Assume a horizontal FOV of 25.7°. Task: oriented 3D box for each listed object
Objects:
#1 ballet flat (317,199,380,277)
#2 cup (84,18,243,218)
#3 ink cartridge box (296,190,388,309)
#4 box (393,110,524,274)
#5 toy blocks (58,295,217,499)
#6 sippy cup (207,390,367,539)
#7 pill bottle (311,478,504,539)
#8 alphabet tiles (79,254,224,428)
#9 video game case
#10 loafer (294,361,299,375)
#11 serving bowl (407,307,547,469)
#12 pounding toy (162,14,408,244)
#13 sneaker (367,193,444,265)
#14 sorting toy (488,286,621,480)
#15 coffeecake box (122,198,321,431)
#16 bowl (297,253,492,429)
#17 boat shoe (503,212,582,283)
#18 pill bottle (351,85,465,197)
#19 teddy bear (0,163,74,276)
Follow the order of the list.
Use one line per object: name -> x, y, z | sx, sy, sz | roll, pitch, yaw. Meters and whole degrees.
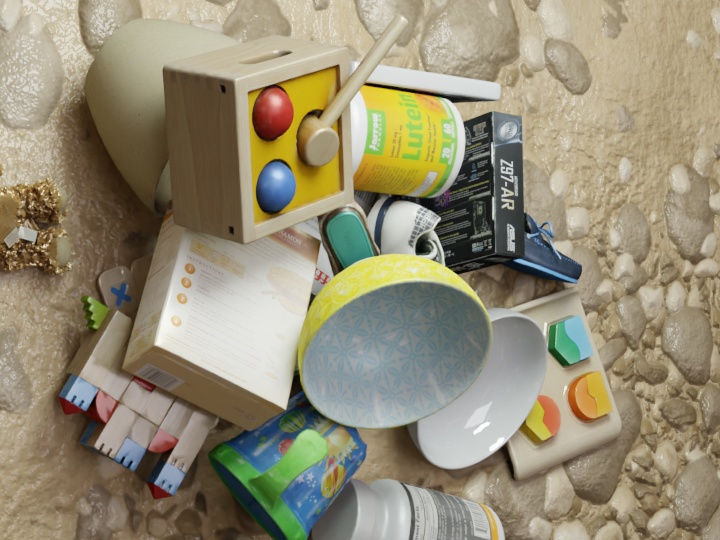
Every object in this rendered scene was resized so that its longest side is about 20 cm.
ballet flat -> 0.000, 0.000, 1.652 | 0.067, 0.067, 0.202 | -19, 124, -7
cup -> -0.200, -0.178, 1.631 | 0.143, 0.201, 0.200 | 39, 59, 10
ink cartridge box -> -0.060, -0.072, 1.750 | 0.146, 0.086, 0.202 | 34, 67, -24
box -> 0.108, -0.079, 1.795 | 0.043, 0.199, 0.162 | 6, 77, -32
toy blocks -> -0.227, 0.137, 1.591 | 0.199, 0.100, 0.138 | 36, 75, -23
sippy cup -> -0.067, 0.197, 1.629 | 0.130, 0.177, 0.140 | -42, 122, -14
pill bottle -> 0.053, 0.296, 1.743 | 0.198, 0.116, 0.118 | 18, 72, -29
alphabet tiles -> -0.199, 0.079, 1.674 | 0.199, 0.015, 0.198 | -23, 95, -34
video game case -> 0.027, -0.209, 1.775 | 0.198, 0.181, 0.024 | 3, 92, -33
loafer -> -0.004, 0.077, 1.722 | 0.197, 0.070, 0.071 | -10, 85, -10
serving bowl -> 0.123, 0.127, 1.817 | 0.199, 0.066, 0.202 | -23, 129, -31
pounding toy -> -0.067, -0.144, 1.508 | 0.199, 0.141, 0.186 | -23, 119, -44
sneaker -> 0.054, 0.009, 1.769 | 0.202, 0.080, 0.077 | 84, 28, -42
sorting toy -> 0.235, 0.136, 1.939 | 0.184, 0.036, 0.202 | -17, 91, -35
coffeecake box -> -0.134, 0.032, 1.566 | 0.153, 0.073, 0.202 | 28, 54, -25
bowl -> 0.023, 0.051, 1.576 | 0.198, 0.201, 0.108 | 15, 33, -30
boat shoe -> 0.195, -0.040, 1.914 | 0.199, 0.084, 0.069 | 23, 81, -31
pill bottle -> 0.004, -0.141, 1.686 | 0.198, 0.111, 0.113 | 4, 79, -33
teddy bear -> -0.371, -0.042, 1.560 | 0.199, 0.066, 0.147 | -24, 104, -41
